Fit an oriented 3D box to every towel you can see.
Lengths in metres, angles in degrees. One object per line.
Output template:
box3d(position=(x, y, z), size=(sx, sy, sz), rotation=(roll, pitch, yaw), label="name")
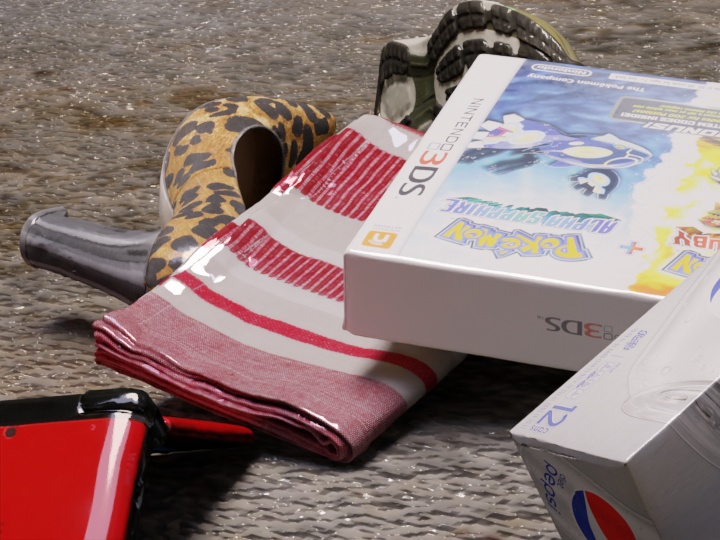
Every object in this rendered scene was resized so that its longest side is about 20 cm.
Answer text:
box3d(position=(0.000, 0.000, 1.098), size=(0.144, 0.023, 0.200), rotation=(19, 43, 33), label="towel")

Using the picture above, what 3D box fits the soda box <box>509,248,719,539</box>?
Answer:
box3d(position=(0.148, 0.027, 0.878), size=(0.200, 0.068, 0.063), rotation=(-38, 25, -25), label="soda box")

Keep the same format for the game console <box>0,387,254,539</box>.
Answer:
box3d(position=(-0.157, 0.110, 0.978), size=(0.199, 0.119, 0.173), rotation=(-6, 52, 18), label="game console")

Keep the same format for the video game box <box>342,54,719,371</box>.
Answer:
box3d(position=(0.114, -0.022, 1.054), size=(0.199, 0.047, 0.182), rotation=(8, 35, 18), label="video game box")

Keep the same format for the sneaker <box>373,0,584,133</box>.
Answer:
box3d(position=(0.076, -0.093, 1.288), size=(0.088, 0.077, 0.200), rotation=(-2, 2, -22), label="sneaker")

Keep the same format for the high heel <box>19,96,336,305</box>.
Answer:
box3d(position=(-0.044, -0.025, 1.226), size=(0.142, 0.072, 0.200), rotation=(18, 34, 39), label="high heel")
